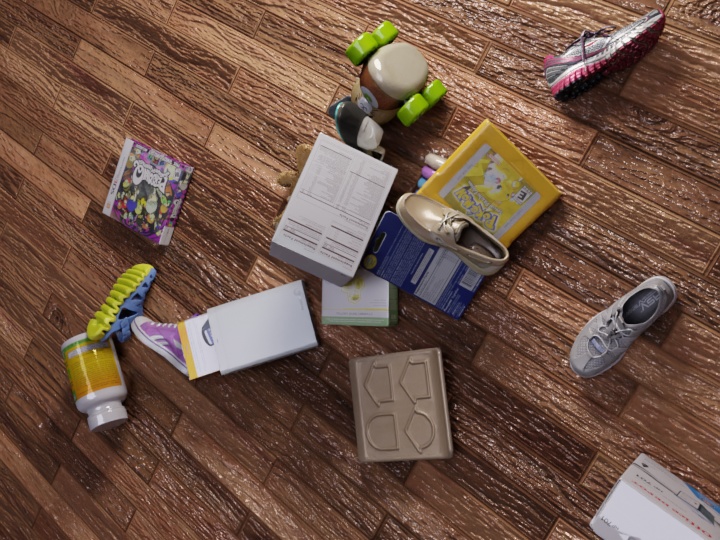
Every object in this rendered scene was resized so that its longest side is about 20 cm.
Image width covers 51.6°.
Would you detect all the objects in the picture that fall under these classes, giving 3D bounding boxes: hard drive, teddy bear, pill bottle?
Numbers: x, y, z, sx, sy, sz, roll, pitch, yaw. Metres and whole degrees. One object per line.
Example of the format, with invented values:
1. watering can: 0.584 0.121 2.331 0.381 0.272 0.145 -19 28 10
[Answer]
1. hard drive: -0.189 0.111 1.443 0.198 0.026 0.134 -17 78 6
2. teddy bear: -0.103 -0.140 1.440 0.144 0.066 0.203 11 98 38
3. pill bottle: -0.577 0.244 1.635 0.110 0.111 0.202 -28 73 24

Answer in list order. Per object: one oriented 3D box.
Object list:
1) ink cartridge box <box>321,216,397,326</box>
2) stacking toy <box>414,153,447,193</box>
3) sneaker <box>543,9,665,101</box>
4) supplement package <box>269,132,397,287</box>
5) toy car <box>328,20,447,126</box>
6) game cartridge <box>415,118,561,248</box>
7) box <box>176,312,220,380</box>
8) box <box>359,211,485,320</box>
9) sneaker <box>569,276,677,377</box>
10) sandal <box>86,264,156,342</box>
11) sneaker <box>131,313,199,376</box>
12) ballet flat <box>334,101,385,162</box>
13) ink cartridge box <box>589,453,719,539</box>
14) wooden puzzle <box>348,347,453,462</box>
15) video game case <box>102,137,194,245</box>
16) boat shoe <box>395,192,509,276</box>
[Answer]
1. ink cartridge box: 0.000 0.000 1.375 0.144 0.048 0.203 0 88 29
2. stacking toy: 0.115 -0.097 1.303 0.085 0.085 0.202 30 104 27
3. sneaker: 0.381 -0.351 1.174 0.199 0.080 0.075 -28 72 25
4. supplement package: -0.051 -0.099 1.294 0.149 0.152 0.202 24 80 -5
5. toy car: 0.024 -0.308 1.338 0.165 0.158 0.200 48 133 -3
6. game cartridge: 0.201 -0.117 1.235 0.176 0.032 0.200 41 108 -8
7. box: -0.257 0.133 1.484 0.198 0.041 0.121 -18 77 4
8. box: 0.108 -0.013 1.261 0.198 0.032 0.122 28 118 -2
9. sneaker: 0.390 0.082 1.134 0.075 0.082 0.201 46 107 23
10. sandal: -0.510 0.077 1.633 0.079 0.087 0.201 27 80 49
11. sneaker: -0.386 0.127 1.568 0.199 0.073 0.115 31 96 17
12. ballet flat: 0.010 -0.231 1.311 0.068 0.200 0.069 17 75 17
13. ink cartridge box: 0.418 0.345 1.032 0.146 0.199 0.087 35 102 25
14. wooden puzzle: 0.074 0.240 1.320 0.198 0.046 0.188 -11 80 32
15. video game case: -0.473 -0.176 1.652 0.199 0.036 0.183 26 100 27
16. boat shoe: 0.149 -0.066 1.193 0.199 0.065 0.072 35 70 2
